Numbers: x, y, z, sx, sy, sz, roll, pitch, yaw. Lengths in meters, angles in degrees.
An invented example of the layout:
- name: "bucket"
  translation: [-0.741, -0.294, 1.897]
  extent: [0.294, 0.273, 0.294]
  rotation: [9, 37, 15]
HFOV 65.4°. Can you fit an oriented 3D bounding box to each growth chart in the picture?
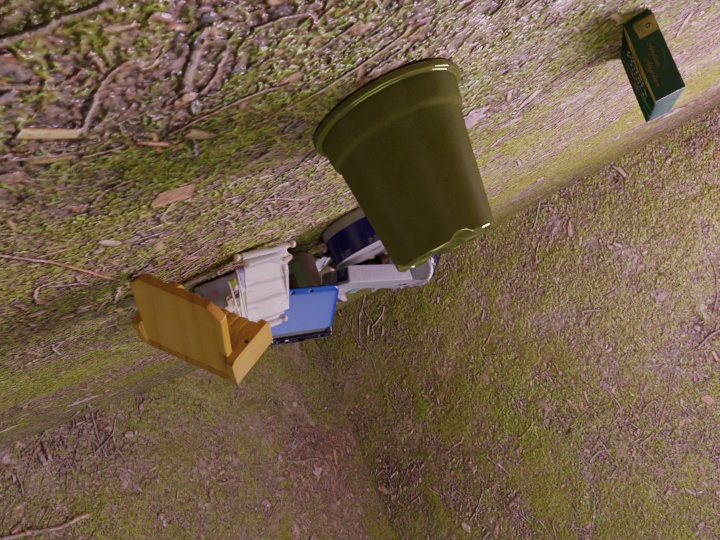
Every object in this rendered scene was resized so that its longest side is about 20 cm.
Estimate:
- name: "growth chart"
  translation: [-0.196, 0.042, 1.088]
  extent: [0.141, 0.018, 0.205]
  rotation: [-10, 126, -27]

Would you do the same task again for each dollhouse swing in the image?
- name: "dollhouse swing"
  translation: [-0.263, 0.060, 0.946]
  extent: [0.182, 0.194, 0.180]
  rotation: [-53, 159, -54]

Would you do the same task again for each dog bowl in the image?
- name: "dog bowl"
  translation: [0.019, -0.082, 1.224]
  extent: [0.195, 0.081, 0.200]
  rotation: [-25, 174, -3]

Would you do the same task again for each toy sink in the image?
- name: "toy sink"
  translation: [-0.189, 0.060, 1.342]
  extent: [0.195, 0.134, 0.112]
  rotation: [-25, 174, 8]

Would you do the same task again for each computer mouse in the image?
- name: "computer mouse"
  translation: [-0.111, -0.013, 1.446]
  extent: [0.196, 0.045, 0.109]
  rotation: [-29, 173, 26]

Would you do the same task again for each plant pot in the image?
- name: "plant pot"
  translation: [0.067, -0.110, 0.675]
  extent: [0.195, 0.189, 0.200]
  rotation: [-25, 175, -3]

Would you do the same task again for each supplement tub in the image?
- name: "supplement tub"
  translation: [0.147, -0.069, 1.384]
  extent: [0.121, 0.123, 0.202]
  rotation: [-29, -158, 37]

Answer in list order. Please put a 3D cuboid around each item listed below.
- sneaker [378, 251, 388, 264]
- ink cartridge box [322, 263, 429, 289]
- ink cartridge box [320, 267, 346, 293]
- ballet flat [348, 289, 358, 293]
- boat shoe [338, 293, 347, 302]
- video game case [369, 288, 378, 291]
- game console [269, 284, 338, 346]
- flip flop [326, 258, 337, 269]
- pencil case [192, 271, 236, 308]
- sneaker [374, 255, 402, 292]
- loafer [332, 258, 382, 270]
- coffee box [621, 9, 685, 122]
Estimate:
- name: "sneaker"
  translation: [0.106, -0.087, 1.533]
  extent: [0.073, 0.093, 0.199]
  rotation: [-16, -168, 32]
- name: "ink cartridge box"
  translation: [0.030, 0.016, 1.283]
  extent: [0.193, 0.042, 0.199]
  rotation: [0, 174, -22]
- name: "ink cartridge box"
  translation: [-0.114, 0.052, 1.799]
  extent: [0.197, 0.086, 0.144]
  rotation: [-29, 174, 31]
- name: "ballet flat"
  translation: [0.022, 0.030, 2.342]
  extent: [0.195, 0.071, 0.070]
  rotation: [-22, 174, -10]
- name: "boat shoe"
  translation: [-0.107, 0.104, 2.338]
  extent: [0.066, 0.073, 0.200]
  rotation: [-27, 171, 7]
- name: "video game case"
  translation: [0.125, -0.006, 2.276]
  extent: [0.195, 0.022, 0.184]
  rotation: [-25, 150, -13]
- name: "game console"
  translation: [-0.162, 0.099, 1.238]
  extent: [0.195, 0.123, 0.169]
  rotation: [-4, 180, -32]
- name: "flip flop"
  translation: [-0.061, -0.021, 1.519]
  extent: [0.196, 0.059, 0.081]
  rotation: [-28, 173, 20]
- name: "pencil case"
  translation: [-0.249, 0.046, 1.175]
  extent: [0.196, 0.084, 0.092]
  rotation: [-24, 152, -27]
- name: "sneaker"
  translation: [0.068, -0.011, 1.599]
  extent: [0.094, 0.201, 0.080]
  rotation: [-28, 137, -14]
- name: "loafer"
  translation: [0.000, 0.000, 1.551]
  extent: [0.195, 0.075, 0.062]
  rotation: [12, -165, 35]
- name: "coffee box"
  translation: [0.448, -0.309, 0.871]
  extent: [0.043, 0.127, 0.199]
  rotation: [-22, 177, 24]
